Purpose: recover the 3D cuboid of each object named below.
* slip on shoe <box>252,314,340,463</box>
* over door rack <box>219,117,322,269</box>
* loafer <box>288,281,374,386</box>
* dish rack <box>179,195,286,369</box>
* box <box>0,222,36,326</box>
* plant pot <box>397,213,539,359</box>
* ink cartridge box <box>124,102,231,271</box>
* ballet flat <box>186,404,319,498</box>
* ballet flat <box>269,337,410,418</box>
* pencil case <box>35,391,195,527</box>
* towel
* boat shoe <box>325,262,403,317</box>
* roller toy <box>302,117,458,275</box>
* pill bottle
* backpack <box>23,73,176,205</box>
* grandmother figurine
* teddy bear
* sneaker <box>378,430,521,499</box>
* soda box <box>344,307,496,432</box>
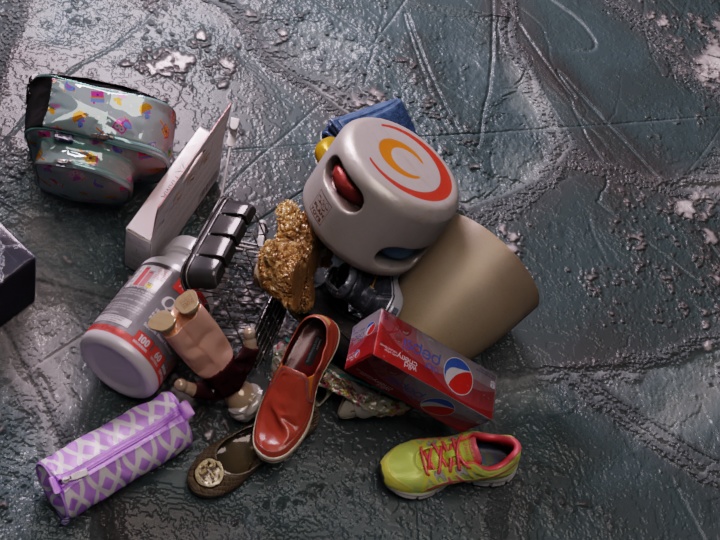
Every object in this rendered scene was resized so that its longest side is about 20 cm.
[{"bbox_3d":[-0.085,0.144,1.558,0.073,0.061,0.202,19,74,19],"label":"slip on shoe"},{"bbox_3d":[-0.130,-0.097,1.736,0.146,0.067,0.203,11,79,-9],"label":"over door rack"},{"bbox_3d":[-0.028,0.093,1.641,0.072,0.074,0.200,-20,37,-18],"label":"loafer"},{"bbox_3d":[-0.154,0.022,1.614,0.054,0.201,0.154,3,47,24],"label":"dish rack"},{"bbox_3d":[-0.544,0.003,1.545,0.196,0.118,0.200,42,58,10],"label":"box"},{"bbox_3d":[0.109,0.057,1.677,0.187,0.188,0.200,41,73,10],"label":"plant pot"},{"bbox_3d":[-0.246,-0.115,1.659,0.044,0.177,0.201,27,57,4],"label":"ink cartridge box"},{"bbox_3d":[-0.134,0.222,1.576,0.199,0.046,0.068,-27,70,-27],"label":"ballet flat"},{"bbox_3d":[-0.032,0.158,1.640,0.198,0.076,0.065,26,88,5],"label":"ballet flat"},{"bbox_3d":[-0.299,0.223,1.507,0.199,0.086,0.084,-31,75,-29],"label":"pencil case"},{"bbox_3d":[0.024,-0.182,1.788,0.113,0.048,0.200,63,31,-1],"label":"towel"},{"bbox_3d":[0.000,0.000,1.665,0.090,0.071,0.201,35,14,-20],"label":"boat shoe"},{"bbox_3d":[0.021,-0.093,1.608,0.199,0.140,0.183,32,34,-8],"label":"roller toy"},{"bbox_3d":[-0.260,0.055,1.593,0.115,0.116,0.201,31,55,4],"label":"pill bottle"},{"bbox_3d":[-0.348,-0.173,1.667,0.197,0.176,0.155,2,76,-12],"label":"backpack"},{"bbox_3d":[-0.179,0.115,1.554,0.120,0.201,0.061,-31,35,-2],"label":"grandmother figurine"},{"bbox_3d":[-0.086,-0.021,1.625,0.066,0.146,0.201,6,43,18],"label":"teddy bear"},{"bbox_3d":[0.120,0.242,1.611,0.197,0.091,0.079,-6,64,-17],"label":"sneaker"},{"bbox_3d":[0.078,0.129,1.559,0.199,0.063,0.071,31,53,-25],"label":"soda box"}]
